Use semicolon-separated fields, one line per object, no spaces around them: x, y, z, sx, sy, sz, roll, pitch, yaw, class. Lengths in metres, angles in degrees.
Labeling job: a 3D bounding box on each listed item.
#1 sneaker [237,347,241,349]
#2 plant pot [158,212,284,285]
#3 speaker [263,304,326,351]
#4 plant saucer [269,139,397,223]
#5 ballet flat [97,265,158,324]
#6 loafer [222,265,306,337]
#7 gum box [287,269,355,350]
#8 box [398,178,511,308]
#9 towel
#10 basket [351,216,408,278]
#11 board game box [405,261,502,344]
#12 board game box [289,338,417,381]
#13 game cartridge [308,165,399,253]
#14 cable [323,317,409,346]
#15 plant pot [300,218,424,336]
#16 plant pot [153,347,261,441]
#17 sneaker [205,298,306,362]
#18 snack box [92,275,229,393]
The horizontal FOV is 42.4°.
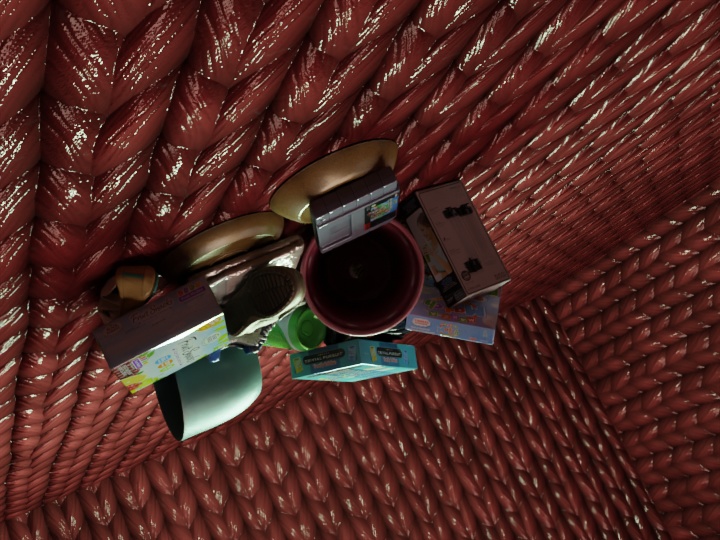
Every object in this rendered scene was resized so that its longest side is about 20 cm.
-0.194;0.087;1.579;0.199;0.087;0.078;-22;167;-22;sneaker
-0.198;-0.025;1.363;0.199;0.028;0.200;-26;168;-6;plant pot
-0.152;0.098;1.677;0.088;0.089;0.199;-15;-169;-41;speaker
-0.030;-0.116;1.305;0.199;0.036;0.200;-25;169;-5;plant saucer
-0.338;0.041;1.309;0.063;0.069;0.200;11;149;-23;ballet flat
-0.138;0.041;1.394;0.068;0.076;0.200;-17;172;-41;loafer
-0.075;0.062;1.787;0.199;0.114;0.066;-22;168;-16;gum box
0.163;-0.048;1.603;0.116;0.201;0.060;-19;168;-36;box
-0.184;0.018;1.443;0.190;0.032;0.200;-23;169;-17;towel
0.079;-0.005;1.737;0.142;0.150;0.200;-29;167;14;basket
0.170;0.054;1.639;0.150;0.037;0.200;10;-151;8;board game box
-0.010;0.166;1.695;0.150;0.047;0.200;-15;164;30;board game box
-0.007;-0.082;1.333;0.129;0.039;0.200;-21;168;-4;game cartridge
0.008;0.112;1.695;0.162;0.051;0.200;-6;165;-13;cable
0.000;0.000;1.544;0.199;0.201;0.179;-26;-176;-1;plant pot
-0.270;0.181;1.640;0.160;0.202;0.201;-14;164;-25;plant pot
-0.173;0.091;1.505;0.199;0.086;0.077;-22;170;-16;sneaker
-0.277;0.095;1.325;0.168;0.068;0.200;-27;169;-13;snack box
